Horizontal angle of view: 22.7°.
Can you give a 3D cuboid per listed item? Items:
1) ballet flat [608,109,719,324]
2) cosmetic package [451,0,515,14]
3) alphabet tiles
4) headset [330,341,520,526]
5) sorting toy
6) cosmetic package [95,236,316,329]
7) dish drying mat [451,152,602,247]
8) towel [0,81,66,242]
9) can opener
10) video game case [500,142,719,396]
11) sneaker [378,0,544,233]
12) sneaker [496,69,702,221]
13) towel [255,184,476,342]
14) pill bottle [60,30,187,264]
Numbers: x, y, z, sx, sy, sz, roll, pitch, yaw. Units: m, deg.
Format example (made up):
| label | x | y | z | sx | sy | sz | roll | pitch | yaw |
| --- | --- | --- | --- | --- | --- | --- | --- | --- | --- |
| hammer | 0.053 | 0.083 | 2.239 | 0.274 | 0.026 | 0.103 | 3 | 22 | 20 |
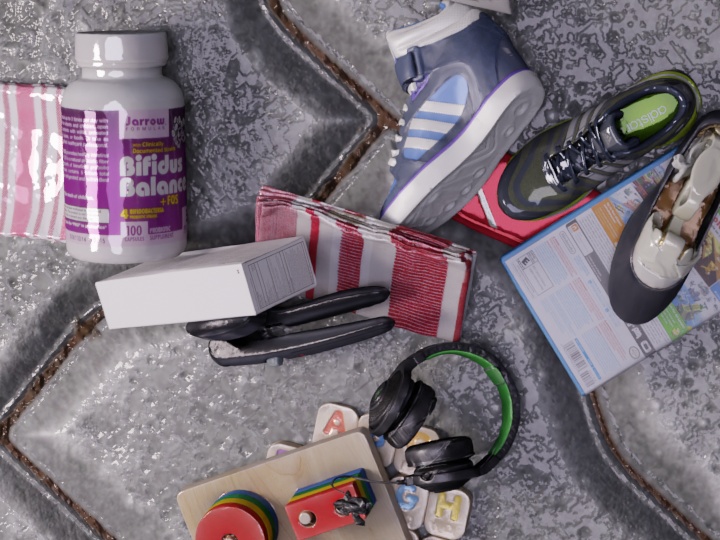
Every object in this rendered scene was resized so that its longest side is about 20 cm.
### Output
| label | x | y | z | sx | sy | sz | roll | pitch | yaw |
| --- | --- | --- | --- | --- | --- | --- | --- | --- | --- |
| ballet flat | 0.269 | -0.045 | 1.520 | 0.073 | 0.073 | 0.201 | 28 | 95 | 5 |
| cosmetic package | 0.107 | -0.328 | 1.492 | 0.084 | 0.108 | 0.202 | 14 | 92 | 8 |
| alphabet tiles | 0.001 | 0.229 | 1.677 | 0.198 | 0.015 | 0.197 | 14 | 102 | 9 |
| headset | 0.057 | 0.148 | 1.585 | 0.200 | 0.094 | 0.124 | -38 | 95 | -14 |
| sorting toy | -0.054 | 0.274 | 1.654 | 0.197 | 0.070 | 0.201 | -20 | 98 | 15 |
| cosmetic package | -0.139 | 0.013 | 1.585 | 0.199 | 0.082 | 0.051 | -6 | 101 | 44 |
| dish drying mat | 0.172 | -0.045 | 1.593 | 0.199 | 0.018 | 0.077 | 24 | 102 | 6 |
| towel | -0.348 | -0.103 | 1.679 | 0.198 | 0.030 | 0.148 | 4 | 100 | 11 |
| can opener | -0.058 | 0.053 | 1.613 | 0.198 | 0.079 | 0.064 | -6 | 95 | 25 |
| video game case | 0.242 | -0.003 | 1.568 | 0.199 | 0.018 | 0.144 | -32 | 91 | 5 |
| sneaker | 0.056 | -0.140 | 1.570 | 0.200 | 0.080 | 0.147 | -49 | 63 | 19 |
| sneaker | 0.201 | -0.110 | 1.537 | 0.199 | 0.081 | 0.074 | -34 | 86 | 8 |
| towel | 0.000 | 0.000 | 1.588 | 0.198 | 0.023 | 0.145 | 17 | 147 | 8 |
| pill bottle | -0.212 | -0.113 | 1.608 | 0.111 | 0.112 | 0.202 | 1 | 101 | 11 |
